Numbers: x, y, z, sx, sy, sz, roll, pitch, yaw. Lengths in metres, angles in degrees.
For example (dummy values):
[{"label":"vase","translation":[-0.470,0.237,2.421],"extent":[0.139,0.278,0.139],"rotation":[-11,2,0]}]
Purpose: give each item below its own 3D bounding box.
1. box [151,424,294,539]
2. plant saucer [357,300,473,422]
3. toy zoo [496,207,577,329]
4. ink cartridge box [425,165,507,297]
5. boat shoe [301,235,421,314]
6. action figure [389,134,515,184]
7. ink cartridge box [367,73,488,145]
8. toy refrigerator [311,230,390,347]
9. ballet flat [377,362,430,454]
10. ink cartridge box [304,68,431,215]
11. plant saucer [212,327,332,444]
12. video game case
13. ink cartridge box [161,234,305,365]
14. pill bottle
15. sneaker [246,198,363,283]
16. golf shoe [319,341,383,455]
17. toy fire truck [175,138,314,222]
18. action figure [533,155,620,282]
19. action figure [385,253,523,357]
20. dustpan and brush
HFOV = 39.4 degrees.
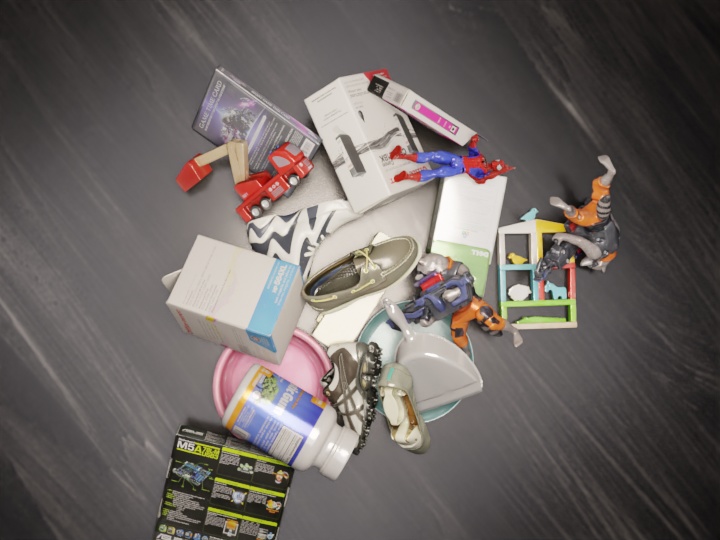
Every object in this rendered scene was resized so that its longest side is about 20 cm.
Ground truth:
[{"label":"box","translation":[-0.217,0.363,1.607],"extent":[0.198,0.048,0.195],"rotation":[13,101,-3]},{"label":"plant saucer","translation":[0.088,0.151,1.664],"extent":[0.198,0.027,0.203],"rotation":[0,88,-3]},{"label":"toy zoo","translation":[0.295,-0.003,1.684],"extent":[0.130,0.020,0.203],"rotation":[-1,89,-4]},{"label":"ink cartridge box","translation":[0.169,-0.065,1.657],"extent":[0.103,0.059,0.202],"rotation":[11,91,-4]},{"label":"boat shoe","translation":[0.001,0.003,1.559],"extent":[0.200,0.060,0.073],"rotation":[-29,62,12]},{"label":"action figure","translation":[0.156,-0.173,1.559],"extent":[0.198,0.099,0.066],"rotation":[-2,75,-31]},{"label":"ink cartridge box","translation":[0.108,-0.246,1.594],"extent":[0.199,0.095,0.037],"rotation":[21,101,-41]},{"label":"toy refrigerator","translation":[-0.003,0.036,1.637],"extent":[0.070,0.076,0.201],"rotation":[33,87,-2]},{"label":"ballet flat","translation":[0.063,0.236,1.597],"extent":[0.067,0.064,0.202],"rotation":[-1,126,22]},{"label":"ink cartridge box","translation":[0.017,-0.207,1.604],"extent":[0.083,0.144,0.202],"rotation":[-23,91,38]},{"label":"plant saucer","translation":[-0.140,0.187,1.636],"extent":[0.198,0.051,0.203],"rotation":[0,89,-3]},{"label":"video game case","translation":[-0.168,-0.220,1.610],"extent":[0.199,0.143,0.019],"rotation":[36,49,-1]},{"label":"ink cartridge box","translation":[-0.200,0.042,1.567],"extent":[0.198,0.129,0.126],"rotation":[18,67,11]},{"label":"pill bottle","translation":[-0.106,0.239,1.552],"extent":[0.199,0.112,0.113],"rotation":[30,87,1]},{"label":"sneaker","translation":[-0.078,-0.038,1.633],"extent":[0.197,0.079,0.131],"rotation":[-14,91,-4]},{"label":"golf shoe","translation":[-0.019,0.199,1.601],"extent":[0.093,0.078,0.202],"rotation":[9,113,8]},{"label":"toy fire truck","translation":[-0.184,-0.158,1.598],"extent":[0.199,0.049,0.141],"rotation":[-35,99,29]},{"label":"action figure","translation":[0.362,-0.058,1.612],"extent":[0.104,0.194,0.200],"rotation":[26,67,38]},{"label":"action figure","translation":[0.142,0.058,1.602],"extent":[0.194,0.199,0.105],"rotation":[57,45,-12]},{"label":"dustpan and brush","translation":[0.091,0.126,1.585],"extent":[0.139,0.058,0.200],"rotation":[-23,122,30]}]
